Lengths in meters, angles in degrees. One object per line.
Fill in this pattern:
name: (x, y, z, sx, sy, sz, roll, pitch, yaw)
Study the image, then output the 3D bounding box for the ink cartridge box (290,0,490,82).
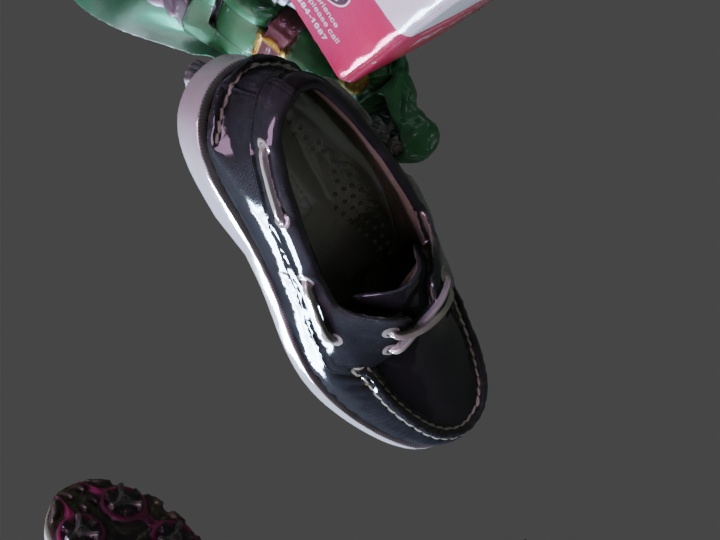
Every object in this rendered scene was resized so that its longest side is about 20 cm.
ink cartridge box: (0.032, -0.178, 1.051, 0.145, 0.084, 0.200, 58, 143, 1)

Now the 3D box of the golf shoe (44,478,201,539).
golf shoe: (-0.088, 0.191, 1.438, 0.200, 0.072, 0.092, 49, 143, 12)

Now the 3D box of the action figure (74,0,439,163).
action figure: (-0.046, -0.105, 1.214, 0.200, 0.055, 0.118, 37, 134, 20)

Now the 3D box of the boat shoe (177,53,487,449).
boat shoe: (0.000, 0.000, 1.179, 0.060, 0.076, 0.200, 11, 147, 50)
